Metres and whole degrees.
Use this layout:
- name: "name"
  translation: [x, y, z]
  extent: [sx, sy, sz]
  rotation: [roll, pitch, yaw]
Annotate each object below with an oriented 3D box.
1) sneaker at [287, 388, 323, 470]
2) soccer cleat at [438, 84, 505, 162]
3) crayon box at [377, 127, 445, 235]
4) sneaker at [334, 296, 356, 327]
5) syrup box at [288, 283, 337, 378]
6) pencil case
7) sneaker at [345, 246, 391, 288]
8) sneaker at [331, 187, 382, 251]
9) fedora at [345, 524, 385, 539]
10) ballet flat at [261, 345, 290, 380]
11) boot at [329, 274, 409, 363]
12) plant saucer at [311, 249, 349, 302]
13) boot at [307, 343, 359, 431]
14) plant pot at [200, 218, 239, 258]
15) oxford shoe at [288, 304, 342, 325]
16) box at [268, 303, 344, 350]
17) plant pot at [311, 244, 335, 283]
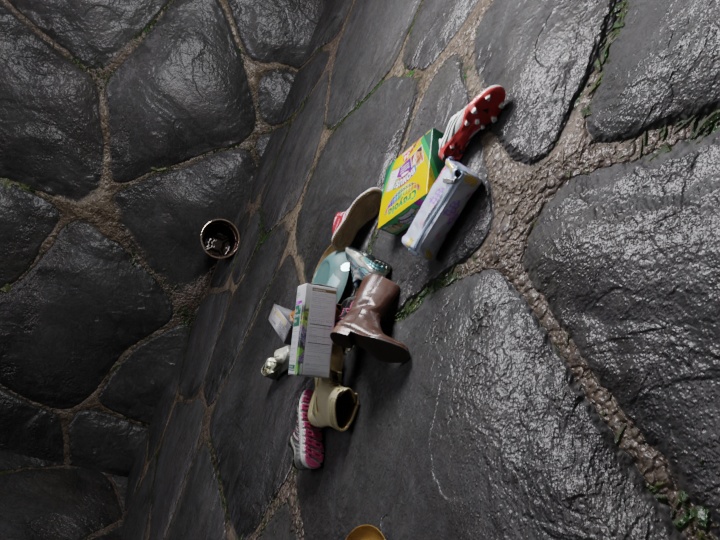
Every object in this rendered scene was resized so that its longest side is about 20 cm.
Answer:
- name: "sneaker"
  translation: [-0.134, 0.384, 1.394]
  extent: [0.087, 0.073, 0.203]
  rotation: [-41, 40, 36]
- name: "soccer cleat"
  translation: [0.223, -0.310, 1.208]
  extent: [0.201, 0.067, 0.086]
  rotation: [-54, 31, 41]
- name: "crayon box"
  translation: [0.121, -0.200, 1.345]
  extent: [0.199, 0.057, 0.176]
  rotation: [-33, 42, 54]
- name: "sneaker"
  translation: [-0.024, 0.113, 1.341]
  extent: [0.200, 0.093, 0.081]
  rotation: [-137, 47, -67]
- name: "syrup box"
  translation: [-0.107, 0.135, 1.308]
  extent: [0.079, 0.080, 0.205]
  rotation: [163, 114, -67]
- name: "pencil case"
  translation: [0.160, -0.119, 1.160]
  extent: [0.202, 0.082, 0.091]
  rotation: [-60, 2, 21]
- name: "sneaker"
  translation: [0.000, 0.000, 1.424]
  extent: [0.088, 0.076, 0.200]
  rotation: [-69, 23, 6]
- name: "sneaker"
  translation: [-0.013, -0.153, 1.588]
  extent: [0.201, 0.071, 0.113]
  rotation: [-50, 17, 15]
- name: "fedora"
  translation: [-0.022, 0.537, 1.006]
  extent: [0.201, 0.081, 0.204]
  rotation: [-47, 32, 41]
- name: "ballet flat"
  translation: [-0.240, 0.269, 1.737]
  extent: [0.200, 0.063, 0.068]
  rotation: [-46, 32, 42]
- name: "boot"
  translation: [0.053, 0.092, 1.241]
  extent: [0.201, 0.183, 0.065]
  rotation: [-54, -29, -42]
- name: "plant saucer"
  translation: [-0.094, 0.030, 1.584]
  extent: [0.201, 0.038, 0.204]
  rotation: [-47, 32, 42]
- name: "boot"
  translation: [-0.055, 0.259, 1.327]
  extent: [0.155, 0.072, 0.204]
  rotation: [-18, 56, 62]
- name: "plant pot"
  translation: [-0.747, -0.153, 3.067]
  extent: [0.198, 0.197, 0.204]
  rotation: [-17, 54, 70]
- name: "oxford shoe"
  translation: [-0.097, 0.104, 1.418]
  extent: [0.072, 0.198, 0.072]
  rotation: [49, 116, 25]
- name: "box"
  translation: [-0.141, 0.157, 1.497]
  extent: [0.049, 0.156, 0.200]
  rotation: [-66, 23, 3]
- name: "plant pot"
  translation: [-0.089, 0.019, 1.663]
  extent: [0.200, 0.027, 0.203]
  rotation: [-46, 33, 42]
